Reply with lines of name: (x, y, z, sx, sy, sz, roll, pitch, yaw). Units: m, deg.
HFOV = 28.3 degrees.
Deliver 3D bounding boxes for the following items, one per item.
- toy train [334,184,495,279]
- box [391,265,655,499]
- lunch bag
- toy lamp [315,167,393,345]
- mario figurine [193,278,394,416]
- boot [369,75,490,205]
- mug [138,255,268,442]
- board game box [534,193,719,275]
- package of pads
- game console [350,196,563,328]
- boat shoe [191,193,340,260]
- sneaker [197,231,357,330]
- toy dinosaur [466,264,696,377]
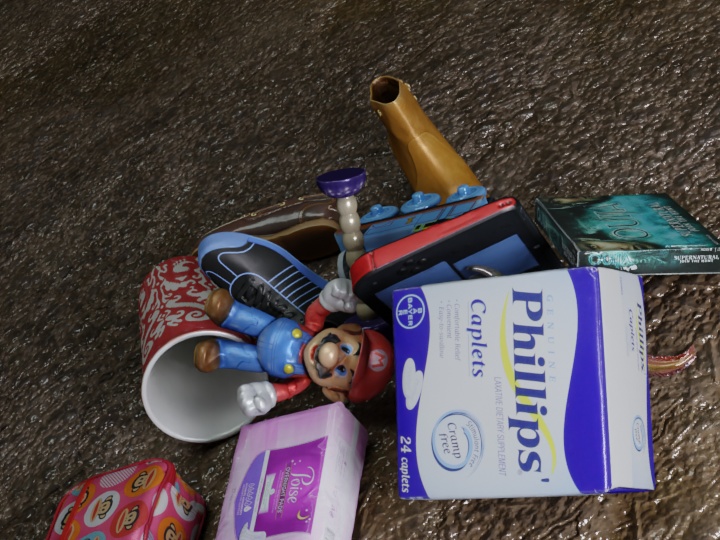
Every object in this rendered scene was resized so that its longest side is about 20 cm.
toy train: (0.062, -0.029, 1.497, 0.198, 0.087, 0.114, -12, 19, 28)
box: (0.136, 0.099, 1.212, 0.199, 0.105, 0.186, -8, 78, 32)
lunch bag: (-0.253, 0.288, 1.399, 0.175, 0.082, 0.201, -18, 35, 28)
toy lamp: (0.000, 0.000, 1.438, 0.058, 0.202, 0.058, -9, 17, 3)
mario figurine: (-0.063, 0.072, 1.376, 0.198, 0.124, 0.106, 10, 31, 15)
boot: (0.069, -0.130, 1.583, 0.071, 0.144, 0.201, -34, 34, 0)
mug: (-0.162, 0.082, 1.562, 0.200, 0.176, 0.134, -117, 45, -60)
board game box: (0.245, -0.035, 1.324, 0.134, 0.028, 0.200, -2, 16, -4)
package of pads: (-0.065, 0.220, 1.324, 0.120, 0.076, 0.201, -18, 37, 23)
game console: (0.094, 0.004, 1.367, 0.176, 0.200, 0.031, -21, 65, 14)
boat shoe: (-0.105, -0.042, 1.686, 0.198, 0.071, 0.071, -11, 46, 17)
sneaker: (-0.081, 0.032, 1.474, 0.070, 0.199, 0.078, -53, 18, 33)
toy dinosaur: (0.184, 0.068, 1.342, 0.182, 0.198, 0.106, -110, 35, -73)
